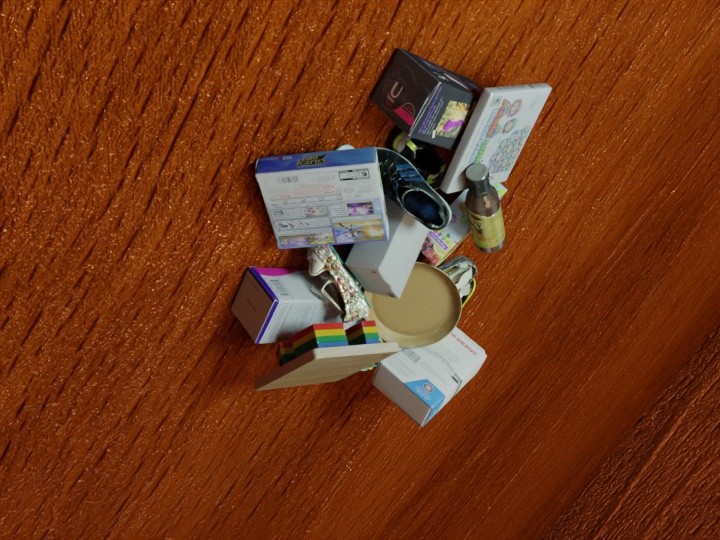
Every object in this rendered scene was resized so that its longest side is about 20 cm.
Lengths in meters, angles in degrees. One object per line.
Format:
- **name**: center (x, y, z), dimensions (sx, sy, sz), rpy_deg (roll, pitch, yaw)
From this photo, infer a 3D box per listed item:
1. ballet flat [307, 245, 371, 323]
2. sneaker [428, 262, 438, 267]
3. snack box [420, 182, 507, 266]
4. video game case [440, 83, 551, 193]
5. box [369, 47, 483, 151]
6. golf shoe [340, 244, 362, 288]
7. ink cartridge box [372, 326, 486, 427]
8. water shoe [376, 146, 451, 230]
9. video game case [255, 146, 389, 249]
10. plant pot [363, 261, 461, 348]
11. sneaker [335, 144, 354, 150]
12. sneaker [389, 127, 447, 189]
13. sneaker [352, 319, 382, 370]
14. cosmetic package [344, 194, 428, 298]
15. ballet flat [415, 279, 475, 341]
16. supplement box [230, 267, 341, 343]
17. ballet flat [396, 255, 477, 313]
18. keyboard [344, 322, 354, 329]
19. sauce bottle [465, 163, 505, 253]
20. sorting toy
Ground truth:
- **ballet flat**: center (-0.053, 0.008, 1.542), dimensions (0.064, 0.201, 0.076), rpy_deg (-33, -178, -14)
- **sneaker**: center (0.092, 0.074, 1.830), dimensions (0.104, 0.075, 0.202), rpy_deg (-2, 122, -44)
- **snack box**: center (0.198, -0.101, 1.702), dimensions (0.200, 0.068, 0.169), rpy_deg (-46, 176, 4)
- **video game case**: center (0.238, -0.233, 1.503), dimensions (0.181, 0.024, 0.201), rpy_deg (-15, 138, -43)
- **box**: center (0.135, -0.285, 1.473), dimensions (0.199, 0.122, 0.107), rpy_deg (8, 122, -47)
- **golf shoe**: center (0.000, 0.000, 1.667), dimensions (0.094, 0.078, 0.201), rpy_deg (-8, 132, -38)
- **ink cartridge box**: center (0.145, 0.205, 1.790), dimensions (0.199, 0.146, 0.086), rpy_deg (-35, 156, -38)
- **water shoe**: center (0.078, -0.148, 1.493), dimensions (0.072, 0.199, 0.079), rpy_deg (-53, 173, 11)
- **video game case**: center (-0.060, -0.118, 1.437), dimensions (0.198, 0.046, 0.182), rpy_deg (-4, 138, 7)
- **plant pot**: center (0.103, 0.065, 1.709), dimensions (0.198, 0.028, 0.202), rpy_deg (2, 120, 4)
- **sneaker**: center (-0.023, -0.116, 1.524), dimensions (0.074, 0.089, 0.201), rpy_deg (-22, 140, -28)
- **sneaker**: center (0.118, -0.190, 1.583), dimensions (0.072, 0.083, 0.200), rpy_deg (-47, 144, 6)
- **sneaker**: center (-0.041, 0.177, 1.756), dimensions (0.200, 0.131, 0.080), rpy_deg (-41, 146, -3)
- **cosmetic package**: center (0.059, -0.063, 1.582), dimensions (0.201, 0.081, 0.113), rpy_deg (-63, 146, -21)
- **ballet flat**: center (0.184, 0.072, 1.808), dimensions (0.200, 0.067, 0.067), rpy_deg (-43, -175, -41)
- **supplement box**: center (-0.124, 0.063, 1.592), dimensions (0.199, 0.101, 0.104), rpy_deg (1, 126, -43)
- **ballet flat**: center (0.163, 0.031, 1.757), dimensions (0.199, 0.072, 0.072), rpy_deg (-31, 142, -24)
- **keyboard**: center (-0.078, 0.127, 1.738), dimensions (0.200, 0.056, 0.011), rpy_deg (-41, 166, -3)
- **sauce bottle**: center (0.222, -0.113, 1.545), dimensions (0.064, 0.065, 0.201), rpy_deg (-35, 141, -11)
- **sorting toy**: center (-0.068, 0.151, 1.567), dimensions (0.199, 0.070, 0.198), rpy_deg (-1, 159, -42)
